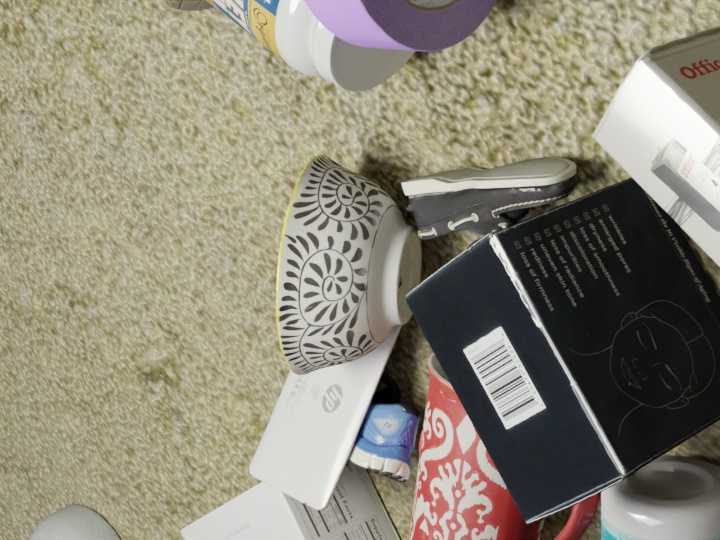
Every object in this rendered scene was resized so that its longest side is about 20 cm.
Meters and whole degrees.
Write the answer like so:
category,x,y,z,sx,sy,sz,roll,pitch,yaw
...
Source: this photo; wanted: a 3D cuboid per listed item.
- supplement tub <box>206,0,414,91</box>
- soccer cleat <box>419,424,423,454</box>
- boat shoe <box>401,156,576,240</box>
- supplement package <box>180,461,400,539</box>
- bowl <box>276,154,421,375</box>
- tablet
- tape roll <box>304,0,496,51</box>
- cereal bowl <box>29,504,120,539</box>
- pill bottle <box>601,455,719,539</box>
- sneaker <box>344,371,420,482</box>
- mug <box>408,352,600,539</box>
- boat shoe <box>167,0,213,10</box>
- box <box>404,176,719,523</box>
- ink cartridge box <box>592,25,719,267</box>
category,x,y,z,sx,sy,sz,roll,pitch,yaw
supplement tub,-0.047,-0.257,1.357,0.200,0.144,0.145,40,131,30
soccer cleat,0.100,0.231,1.471,0.076,0.066,0.201,-134,26,-74
boat shoe,0.109,-0.056,1.325,0.200,0.074,0.061,-3,103,51
supplement package,-0.067,0.292,1.625,0.200,0.111,0.156,-36,78,48
bowl,0.000,0.000,1.411,0.094,0.201,0.201,6,113,15
tablet,-0.035,0.119,1.504,0.130,0.014,0.201,17,84,51
tape roll,0.034,-0.272,1.222,0.066,0.200,0.201,13,115,44
cereal bowl,-0.370,0.407,2.021,0.200,0.083,0.201,20,119,42
pill bottle,0.250,0.260,1.272,0.111,0.111,0.201,14,116,43
sneaker,-0.001,0.136,1.530,0.200,0.078,0.089,21,86,54
mug,0.109,0.187,1.333,0.178,0.133,0.201,-116,34,-68
boat shoe,-0.136,-0.326,1.495,0.200,0.074,0.074,-50,43,50
box,0.175,0.055,1.205,0.124,0.196,0.200,-38,78,49
ink cartridge box,0.281,-0.070,1.079,0.200,0.145,0.085,51,136,21
